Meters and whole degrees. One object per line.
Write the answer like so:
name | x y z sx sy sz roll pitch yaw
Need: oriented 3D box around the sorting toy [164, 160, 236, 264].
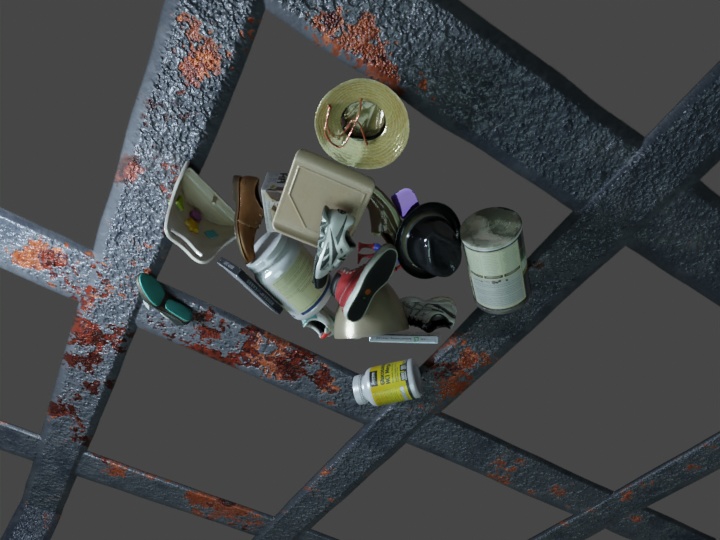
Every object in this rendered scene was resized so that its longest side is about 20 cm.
sorting toy | -0.378 -0.109 1.254 0.105 0.183 0.200 -28 122 26

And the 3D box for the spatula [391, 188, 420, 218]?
spatula | 0.141 -0.107 1.307 0.055 0.021 0.202 -25 120 17

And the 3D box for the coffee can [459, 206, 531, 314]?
coffee can | 0.321 -0.022 1.288 0.141 0.149 0.204 -11 128 14

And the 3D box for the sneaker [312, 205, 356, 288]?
sneaker | -0.056 -0.038 1.199 0.085 0.075 0.205 11 126 -4

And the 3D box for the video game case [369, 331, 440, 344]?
video game case | 0.124 0.178 1.454 0.175 0.200 0.023 0 86 10

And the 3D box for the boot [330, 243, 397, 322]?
boot | 0.000 0.000 1.302 0.071 0.145 0.203 25 106 -36

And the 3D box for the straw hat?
straw hat | 0.008 -0.314 1.117 0.193 0.086 0.206 6 129 7

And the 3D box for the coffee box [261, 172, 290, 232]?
coffee box | -0.122 -0.155 1.260 0.192 0.081 0.116 1 129 3

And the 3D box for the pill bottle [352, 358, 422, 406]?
pill bottle | 0.080 0.338 1.626 0.194 0.114 0.114 -16 127 16

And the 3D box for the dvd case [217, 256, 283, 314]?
dvd case | -0.281 0.036 1.376 0.025 0.198 0.150 -49 118 -11

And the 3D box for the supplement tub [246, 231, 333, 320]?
supplement tub | -0.174 0.008 1.356 0.142 0.148 0.201 -28 123 25

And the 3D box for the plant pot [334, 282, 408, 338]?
plant pot | 0.021 0.092 1.400 0.193 0.200 0.140 -8 88 11

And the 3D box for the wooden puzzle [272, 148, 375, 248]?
wooden puzzle | -0.083 -0.146 1.193 0.179 0.038 0.203 20 123 -11

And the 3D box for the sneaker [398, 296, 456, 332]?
sneaker | 0.160 0.123 1.460 0.193 0.089 0.077 -8 131 13

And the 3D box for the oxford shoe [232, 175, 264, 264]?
oxford shoe | -0.255 -0.117 1.268 0.068 0.071 0.208 -1 101 0

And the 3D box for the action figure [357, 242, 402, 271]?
action figure | 0.089 -0.034 1.365 0.192 0.053 0.067 2 129 0

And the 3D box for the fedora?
fedora | 0.176 -0.054 1.268 0.194 0.092 0.207 -12 121 -21

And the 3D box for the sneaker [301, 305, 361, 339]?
sneaker | -0.078 0.161 1.506 0.195 0.095 0.071 27 128 -17

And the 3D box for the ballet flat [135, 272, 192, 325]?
ballet flat | -0.556 0.090 1.509 0.067 0.069 0.201 -20 125 31

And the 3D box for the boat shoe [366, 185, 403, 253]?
boat shoe | 0.052 -0.112 1.269 0.075 0.074 0.203 -47 120 -10
